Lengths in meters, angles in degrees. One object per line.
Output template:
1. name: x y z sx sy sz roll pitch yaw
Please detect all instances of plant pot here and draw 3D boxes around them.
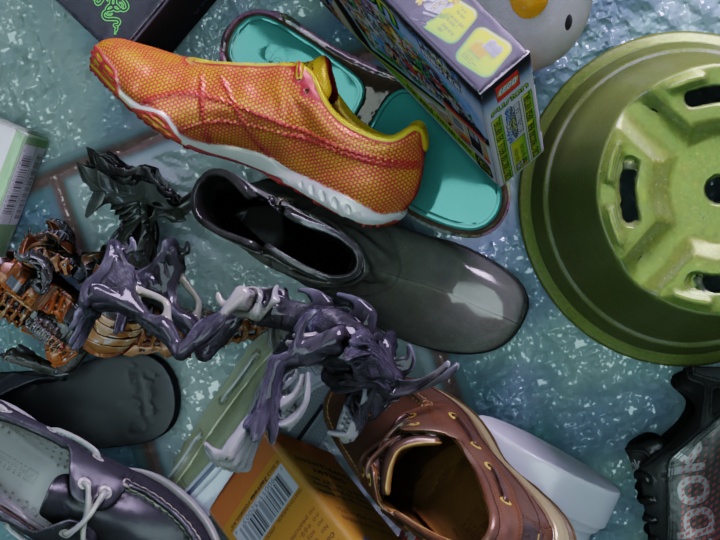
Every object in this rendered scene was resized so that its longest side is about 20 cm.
1. plant pot: 0.185 -0.040 0.821 0.197 0.190 0.203 0 92 6

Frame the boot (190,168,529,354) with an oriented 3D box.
1. boot: 0.000 0.000 0.872 0.198 0.131 0.068 23 94 6

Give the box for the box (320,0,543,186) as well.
1. box: 0.020 -0.145 0.828 0.035 0.110 0.200 -39 66 -6

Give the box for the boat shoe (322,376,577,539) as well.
1. boat shoe: 0.036 0.104 0.817 0.067 0.200 0.072 35 92 -40

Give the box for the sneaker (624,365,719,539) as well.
1. sneaker: 0.192 0.146 0.884 0.097 0.071 0.203 18 91 6

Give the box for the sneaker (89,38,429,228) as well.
1. sneaker: -0.055 -0.093 0.844 0.198 0.073 0.078 21 102 0

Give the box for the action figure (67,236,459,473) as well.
1. action figure: -0.051 0.051 0.822 0.198 0.119 0.103 19 97 13

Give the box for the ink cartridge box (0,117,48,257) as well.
1. ink cartridge box: -0.315 -0.055 0.949 0.198 0.048 0.147 23 94 6

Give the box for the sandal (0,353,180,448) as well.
1. sandal: -0.212 0.094 0.943 0.198 0.043 0.077 -19 89 7

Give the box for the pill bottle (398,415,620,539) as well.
1. pill bottle: 0.065 0.195 0.877 0.115 0.116 0.202 26 93 5

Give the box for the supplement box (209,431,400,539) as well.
1. supplement box: -0.005 0.174 0.824 0.069 0.066 0.200 -53 44 10

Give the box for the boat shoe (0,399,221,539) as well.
1. boat shoe: -0.171 0.129 0.875 0.199 0.060 0.074 31 87 17

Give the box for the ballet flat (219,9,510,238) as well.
1. ballet flat: 0.004 -0.087 0.900 0.199 0.071 0.070 32 88 5

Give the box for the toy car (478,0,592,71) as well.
1. toy car: 0.088 -0.182 0.850 0.182 0.177 0.203 -6 103 -5

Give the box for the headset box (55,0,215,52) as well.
1. headset box: -0.141 -0.242 0.903 0.200 0.093 0.174 43 96 3

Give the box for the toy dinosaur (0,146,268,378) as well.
1. toy dinosaur: -0.153 0.003 0.917 0.198 0.102 0.137 12 99 -31

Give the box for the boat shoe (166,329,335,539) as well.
1. boat shoe: -0.085 0.128 0.926 0.201 0.072 0.062 -52 52 5
